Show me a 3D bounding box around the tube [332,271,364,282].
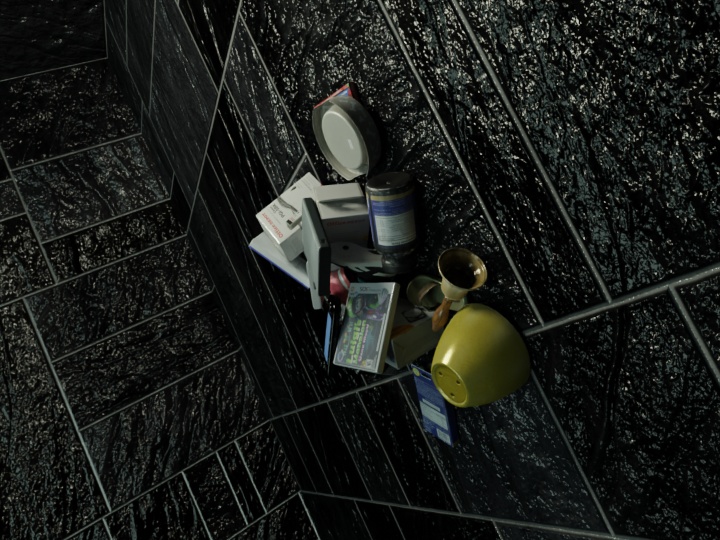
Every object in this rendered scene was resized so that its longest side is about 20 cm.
[{"bbox_3d":[-0.007,0.049,1.630,0.198,0.050,0.079,30,143,44],"label":"tube"}]

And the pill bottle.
[{"bbox_3d":[0.075,-0.104,1.278,0.111,0.110,0.206,27,134,51],"label":"pill bottle"}]

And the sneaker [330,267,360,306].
[{"bbox_3d":[-0.034,0.062,1.523,0.202,0.084,0.075,58,-159,-44],"label":"sneaker"}]

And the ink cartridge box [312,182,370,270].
[{"bbox_3d":[-0.052,-0.119,1.456,0.204,0.124,0.127,97,160,-44],"label":"ink cartridge box"}]

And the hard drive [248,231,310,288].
[{"bbox_3d":[-0.209,-0.031,1.608,0.197,0.026,0.132,36,-165,-3],"label":"hard drive"}]

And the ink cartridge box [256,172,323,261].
[{"bbox_3d":[-0.168,-0.149,1.583,0.147,0.199,0.084,44,169,35],"label":"ink cartridge box"}]

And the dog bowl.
[{"bbox_3d":[-0.029,-0.310,1.333,0.199,0.058,0.203,41,154,25],"label":"dog bowl"}]

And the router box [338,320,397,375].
[{"bbox_3d":[0.014,0.211,1.558,0.051,0.198,0.150,-49,60,15],"label":"router box"}]

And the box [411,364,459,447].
[{"bbox_3d":[0.194,0.342,1.489,0.120,0.032,0.206,19,128,56],"label":"box"}]

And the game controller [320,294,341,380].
[{"bbox_3d":[-0.075,0.168,1.451,0.105,0.041,0.208,-100,15,-78],"label":"game controller"}]

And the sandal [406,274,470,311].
[{"bbox_3d":[0.164,0.058,1.294,0.199,0.056,0.082,4,119,58],"label":"sandal"}]

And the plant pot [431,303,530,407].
[{"bbox_3d":[0.224,0.192,1.172,0.199,0.140,0.204,38,144,33],"label":"plant pot"}]

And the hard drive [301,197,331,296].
[{"bbox_3d":[-0.108,-0.060,1.381,0.203,0.032,0.143,-112,20,-48],"label":"hard drive"}]

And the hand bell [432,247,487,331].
[{"bbox_3d":[0.185,0.062,1.202,0.105,0.102,0.203,50,147,28],"label":"hand bell"}]

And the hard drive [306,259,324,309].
[{"bbox_3d":[-0.113,0.000,1.596,0.201,0.026,0.136,-79,-17,-66],"label":"hard drive"}]

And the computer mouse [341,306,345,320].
[{"bbox_3d":[-0.032,0.132,1.741,0.111,0.043,0.202,60,158,25],"label":"computer mouse"}]

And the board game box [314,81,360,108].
[{"bbox_3d":[-0.051,-0.376,1.405,0.198,0.019,0.106,-4,108,62],"label":"board game box"}]

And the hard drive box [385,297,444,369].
[{"bbox_3d":[0.086,0.144,1.403,0.198,0.153,0.079,16,126,56],"label":"hard drive box"}]

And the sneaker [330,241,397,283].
[{"bbox_3d":[0.000,0.000,1.422,0.074,0.192,0.114,-85,3,-47],"label":"sneaker"}]

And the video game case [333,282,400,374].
[{"bbox_3d":[0.012,0.129,1.351,0.179,0.023,0.207,-3,72,55],"label":"video game case"}]
